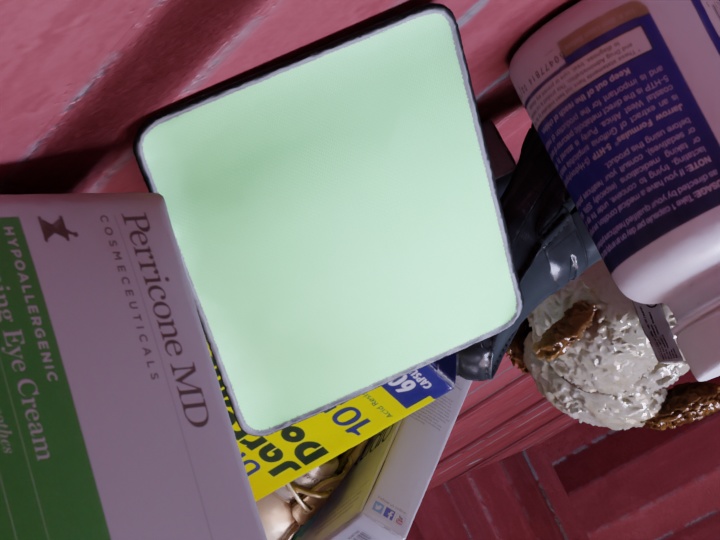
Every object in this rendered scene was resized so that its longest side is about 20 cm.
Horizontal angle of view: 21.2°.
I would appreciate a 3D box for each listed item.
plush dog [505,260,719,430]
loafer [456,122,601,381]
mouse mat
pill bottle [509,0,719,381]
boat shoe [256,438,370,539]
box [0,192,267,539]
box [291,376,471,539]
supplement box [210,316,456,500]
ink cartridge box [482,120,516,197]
[{"bbox_3d":[0.171,0.048,1.336,0.160,0.200,0.172,-49,156,-28],"label":"plush dog"},{"bbox_3d":[0.109,-0.022,1.101,0.068,0.070,0.201,88,26,-63],"label":"loafer"},{"bbox_3d":[-0.009,-0.019,0.923,0.161,0.008,0.200,-23,129,-8],"label":"mouse mat"},{"bbox_3d":[0.173,-0.049,1.024,0.120,0.200,0.120,-25,169,-5],"label":"pill bottle"},{"bbox_3d":[-0.040,0.106,1.139,0.200,0.074,0.069,-59,-157,-10],"label":"boat shoe"},{"bbox_3d":[-0.176,0.094,0.854,0.171,0.199,0.200,-3,157,-41],"label":"box"},{"bbox_3d":[0.017,0.102,1.194,0.144,0.036,0.200,-45,-166,52],"label":"box"},{"bbox_3d":[-0.055,0.041,1.059,0.200,0.109,0.110,-32,-149,28],"label":"supplement box"},{"bbox_3d":[0.000,0.000,1.215,0.200,0.043,0.198,-24,160,-7],"label":"ink cartridge box"}]
